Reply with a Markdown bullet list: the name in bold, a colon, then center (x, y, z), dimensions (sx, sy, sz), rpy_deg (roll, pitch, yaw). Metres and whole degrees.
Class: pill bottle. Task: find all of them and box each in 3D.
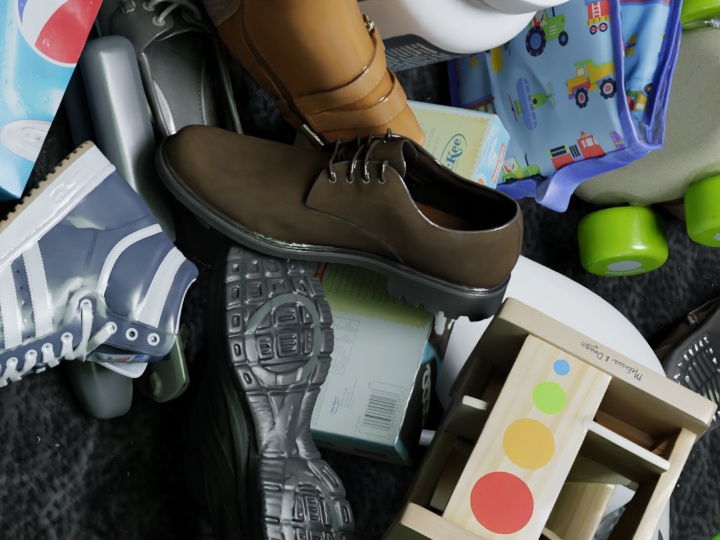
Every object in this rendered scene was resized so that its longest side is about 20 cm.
- **pill bottle**: center (0.035, -0.174, 1.386), dimensions (0.119, 0.200, 0.120), rpy_deg (4, 84, -37)

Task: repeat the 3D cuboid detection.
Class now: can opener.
- **can opener**: center (-0.130, -0.023, 1.338), dimensions (0.066, 0.053, 0.201), rpy_deg (-9, 91, -36)

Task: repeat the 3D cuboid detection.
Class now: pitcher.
- **pitcher**: center (0.074, 0.066, 1.459), dimensions (0.172, 0.121, 0.200), rpy_deg (-46, 103, -12)

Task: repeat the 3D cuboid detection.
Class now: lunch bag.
- **lunch bag**: center (0.116, -0.134, 1.464), dimensions (0.094, 0.150, 0.201), rpy_deg (15, 71, -35)

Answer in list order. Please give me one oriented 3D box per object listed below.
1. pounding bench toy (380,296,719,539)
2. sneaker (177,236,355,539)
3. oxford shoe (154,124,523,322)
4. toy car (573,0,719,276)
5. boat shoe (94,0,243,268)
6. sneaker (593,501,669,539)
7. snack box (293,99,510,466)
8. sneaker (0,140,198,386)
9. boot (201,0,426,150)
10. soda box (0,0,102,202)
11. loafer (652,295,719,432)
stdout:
- **pounding bench toy**: center (0.120, 0.144, 1.320), dimensions (0.199, 0.124, 0.157), rpy_deg (27, 65, 0)
- **sneaker**: center (-0.062, 0.079, 1.327), dimensions (0.076, 0.091, 0.201), rpy_deg (6, 74, -40)
- **oxford shoe**: center (-0.008, -0.046, 1.316), dimensions (0.199, 0.085, 0.073), rpy_deg (16, 42, -5)
- **toy car**: center (0.232, -0.078, 1.572), dimensions (0.199, 0.157, 0.165), rpy_deg (14, 67, -47)
- **boat shoe**: center (-0.094, -0.101, 1.370), dimensions (0.067, 0.057, 0.201), rpy_deg (-19, 97, -37)
- **sneaker**: center (0.183, 0.215, 1.541), dimensions (0.129, 0.079, 0.200), rpy_deg (15, 77, -37)
- **snack box**: center (0.000, 0.000, 1.397), dimensions (0.037, 0.116, 0.201), rpy_deg (52, 52, -61)
- **sneaker**: center (-0.167, 0.038, 1.267), dimensions (0.108, 0.070, 0.200), rpy_deg (45, 69, -5)
- **boot**: center (-0.012, -0.122, 1.309), dimensions (0.074, 0.200, 0.155), rpy_deg (-37, 107, -13)
- **soda box**: center (-0.180, -0.135, 1.301), dimensions (0.064, 0.068, 0.201), rpy_deg (31, 68, -31)
- **loafer**: center (0.219, 0.053, 1.592), dimensions (0.200, 0.071, 0.073), rpy_deg (-22, 93, -53)
